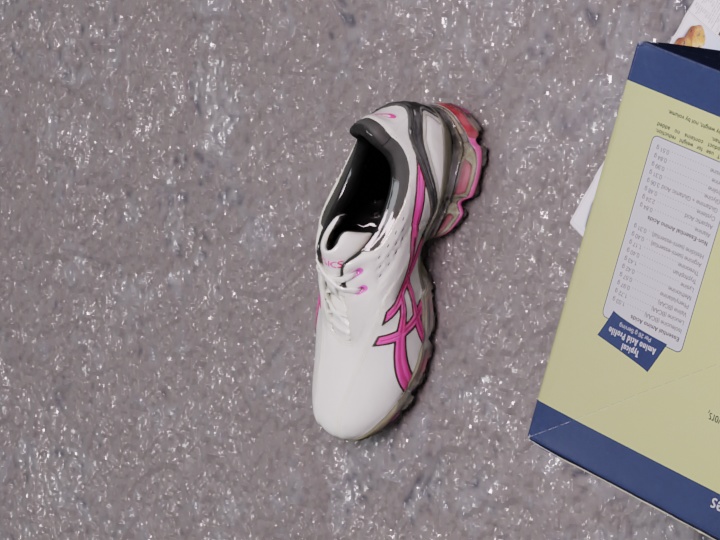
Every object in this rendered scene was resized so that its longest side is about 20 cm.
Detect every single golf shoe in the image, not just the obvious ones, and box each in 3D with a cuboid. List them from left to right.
[{"bbox_3d":[0.000,0.000,1.604,0.072,0.092,0.201,27,109,39],"label":"golf shoe"}]

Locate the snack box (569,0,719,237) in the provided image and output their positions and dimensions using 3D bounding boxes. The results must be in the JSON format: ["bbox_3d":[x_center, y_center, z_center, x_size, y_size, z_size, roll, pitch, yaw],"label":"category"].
[{"bbox_3d":[0.180,-0.084,1.477,0.072,0.024,0.201,45,119,33],"label":"snack box"}]

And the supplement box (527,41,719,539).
[{"bbox_3d":[0.212,0.021,1.334,0.199,0.134,0.201,27,107,41],"label":"supplement box"}]
